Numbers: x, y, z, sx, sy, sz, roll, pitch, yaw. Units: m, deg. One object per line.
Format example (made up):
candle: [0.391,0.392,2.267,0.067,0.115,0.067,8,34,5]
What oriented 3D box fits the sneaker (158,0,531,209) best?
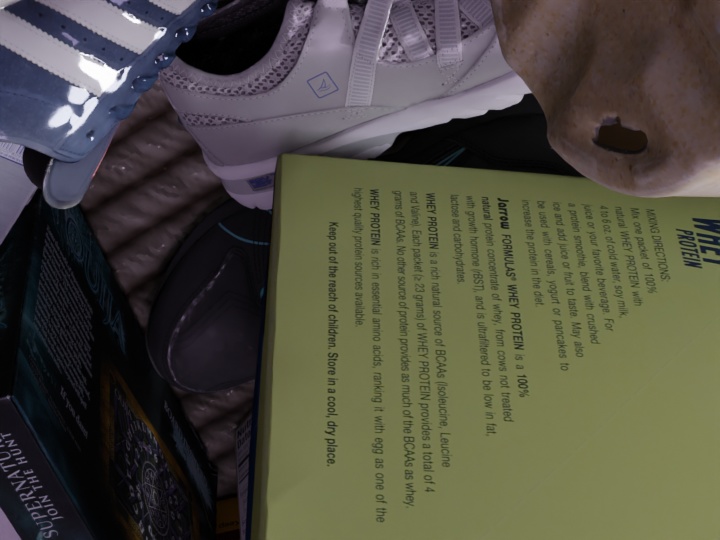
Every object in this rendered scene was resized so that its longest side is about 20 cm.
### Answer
sneaker: [0.013,-0.092,0.673,0.200,0.075,0.082,-31,129,20]

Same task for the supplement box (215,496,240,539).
supplement box: [-0.086,0.226,0.857,0.197,0.200,0.133,-14,131,6]

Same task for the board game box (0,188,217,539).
board game box: [-0.100,0.069,0.763,0.028,0.135,0.200,-13,131,10]

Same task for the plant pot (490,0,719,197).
plant pot: [0.144,-0.096,0.567,0.183,0.201,0.201,-9,135,-27]

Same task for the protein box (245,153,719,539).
protein box: [0.065,0.078,0.637,0.199,0.199,0.135,4,127,-4]

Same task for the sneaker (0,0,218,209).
sneaker: [-0.083,-0.071,0.631,0.200,0.075,0.085,-23,103,-9]

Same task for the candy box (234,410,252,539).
candy box: [0.014,0.139,0.792,0.115,0.200,0.055,27,122,-27]

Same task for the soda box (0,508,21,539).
soda box: [-0.161,0.095,0.750,0.070,0.063,0.200,-40,142,-11]

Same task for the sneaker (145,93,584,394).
sneaker: [0.000,0.000,0.752,0.200,0.079,0.075,-30,128,20]

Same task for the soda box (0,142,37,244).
soda box: [-0.200,-0.078,0.667,0.200,0.068,0.063,23,125,-23]
